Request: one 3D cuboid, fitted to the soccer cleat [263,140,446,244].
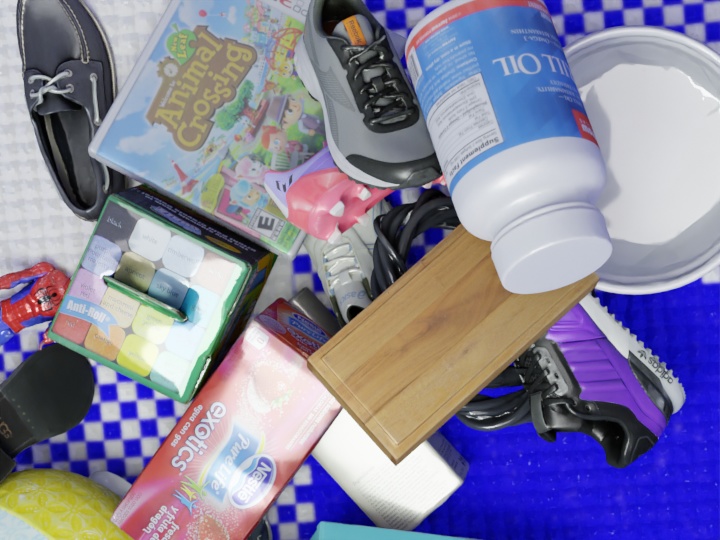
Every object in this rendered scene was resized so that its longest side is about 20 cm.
[{"bbox_3d":[0.016,-0.089,1.661,0.076,0.200,0.067,38,142,26],"label":"soccer cleat"}]

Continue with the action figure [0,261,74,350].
[{"bbox_3d":[-0.303,0.049,1.747,0.199,0.099,0.066,-27,94,7],"label":"action figure"}]

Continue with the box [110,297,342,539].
[{"bbox_3d":[-0.090,0.131,1.658,0.095,0.100,0.200,37,103,2],"label":"box"}]

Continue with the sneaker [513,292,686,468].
[{"bbox_3d":[0.150,0.073,1.631,0.200,0.070,0.100,40,66,-9],"label":"sneaker"}]

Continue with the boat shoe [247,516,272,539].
[{"bbox_3d":[-0.111,0.188,1.754,0.072,0.062,0.201,1,97,7],"label":"boat shoe"}]

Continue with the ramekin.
[{"bbox_3d":[0.209,-0.087,1.656,0.199,0.105,0.202,1,97,7],"label":"ramekin"}]

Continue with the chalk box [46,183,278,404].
[{"bbox_3d":[-0.152,0.017,1.667,0.124,0.200,0.125,27,100,4],"label":"chalk box"}]

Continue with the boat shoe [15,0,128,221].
[{"bbox_3d":[-0.232,-0.137,1.727,0.072,0.063,0.201,-13,95,9],"label":"boat shoe"}]

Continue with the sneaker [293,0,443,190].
[{"bbox_3d":[0.002,-0.135,1.608,0.074,0.201,0.080,-15,140,-18],"label":"sneaker"}]

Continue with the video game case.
[{"bbox_3d":[-0.087,-0.135,1.694,0.181,0.022,0.201,27,78,3],"label":"video game case"}]

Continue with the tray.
[{"bbox_3d":[0.067,0.038,1.579,0.200,0.037,0.099,-41,81,-10],"label":"tray"}]

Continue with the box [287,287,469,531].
[{"bbox_3d":[-0.008,0.114,1.728,0.082,0.068,0.200,-41,90,11],"label":"box"}]

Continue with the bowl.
[{"bbox_3d":[-0.221,0.225,1.740,0.200,0.200,0.108,43,57,0],"label":"bowl"}]

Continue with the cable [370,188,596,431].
[{"bbox_3d":[0.083,0.028,1.682,0.200,0.051,0.164,35,70,-13],"label":"cable"}]

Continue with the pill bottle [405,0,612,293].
[{"bbox_3d":[0.110,-0.090,1.539,0.112,0.112,0.201,-22,67,10],"label":"pill bottle"}]

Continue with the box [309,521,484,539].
[{"bbox_3d":[0.056,0.241,1.699,0.199,0.082,0.049,8,66,-10],"label":"box"}]

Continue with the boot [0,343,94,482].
[{"bbox_3d":[-0.327,0.130,1.754,0.173,0.200,0.070,-14,109,40],"label":"boot"}]

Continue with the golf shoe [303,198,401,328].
[{"bbox_3d":[0.000,0.000,1.697,0.078,0.097,0.201,-32,90,16],"label":"golf shoe"}]
